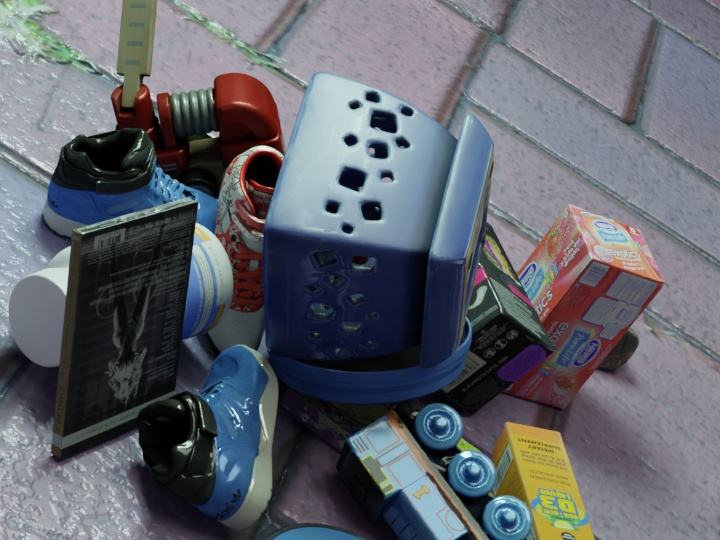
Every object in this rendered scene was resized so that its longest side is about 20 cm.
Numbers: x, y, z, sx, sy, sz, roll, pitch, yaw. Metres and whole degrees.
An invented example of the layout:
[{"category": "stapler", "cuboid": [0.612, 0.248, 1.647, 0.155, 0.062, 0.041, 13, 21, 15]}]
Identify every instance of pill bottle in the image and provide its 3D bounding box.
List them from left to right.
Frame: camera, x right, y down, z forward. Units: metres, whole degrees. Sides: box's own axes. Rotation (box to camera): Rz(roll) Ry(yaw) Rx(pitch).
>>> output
[{"category": "pill bottle", "cuboid": [-0.216, 0.024, 1.527, 0.112, 0.112, 0.200, 45, 32, 18]}]

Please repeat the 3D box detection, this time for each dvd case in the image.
[{"category": "dvd case", "cuboid": [-0.199, 0.046, 1.438, 0.016, 0.201, 0.149, 20, 22, 28]}]

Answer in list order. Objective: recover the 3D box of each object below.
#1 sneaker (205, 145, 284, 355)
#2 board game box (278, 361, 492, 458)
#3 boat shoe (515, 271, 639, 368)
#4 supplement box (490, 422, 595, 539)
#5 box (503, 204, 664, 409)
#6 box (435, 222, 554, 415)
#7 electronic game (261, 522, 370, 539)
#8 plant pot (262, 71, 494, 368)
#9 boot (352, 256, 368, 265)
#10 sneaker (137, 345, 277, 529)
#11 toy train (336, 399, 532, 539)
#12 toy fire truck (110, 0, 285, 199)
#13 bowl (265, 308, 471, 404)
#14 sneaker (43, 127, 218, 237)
[{"category": "sneaker", "cuboid": [-0.107, -0.018, 1.607, 0.067, 0.108, 0.202, 8, 79, -15]}, {"category": "board game box", "cuboid": [0.026, 0.156, 1.657, 0.200, 0.032, 0.120, 36, 26, 5]}, {"category": "boat shoe", "cuboid": [0.231, 0.051, 1.972, 0.200, 0.075, 0.073, 28, 20, -27]}, {"category": "supplement box", "cuboid": [0.175, 0.235, 1.630, 0.066, 0.069, 0.200, 13, 32, -16]}, {"category": "box", "cuboid": [0.223, 0.041, 1.836, 0.102, 0.200, 0.095, 17, 35, -25]}, {"category": "box", "cuboid": [0.099, 0.029, 1.787, 0.106, 0.122, 0.200, 36, 22, -43]}, {"category": "electronic game", "cuboid": [-0.009, 0.292, 1.419, 0.199, 0.042, 0.200, 25, 32, -17]}, {"category": "plant pot", "cuboid": [0.020, -0.036, 1.540, 0.179, 0.200, 0.201, 10, 54, 8]}, {"category": "boot", "cuboid": [0.000, 0.000, 1.681, 0.199, 0.075, 0.107, 7, 29, 18]}, {"category": "sneaker", "cuboid": [-0.136, 0.123, 1.477, 0.111, 0.077, 0.200, 33, 34, -29]}, {"category": "toy train", "cuboid": [0.069, 0.212, 1.547, 0.114, 0.087, 0.200, -29, 70, -21]}, {"category": "toy fire truck", "cuboid": [-0.174, -0.171, 1.714, 0.175, 0.201, 0.129, -10, 38, 1]}, {"category": "bowl", "cuboid": [0.007, 0.073, 1.644, 0.199, 0.040, 0.201, 0, 22, 0]}, {"category": "sneaker", "cuboid": [-0.200, -0.079, 1.647, 0.199, 0.112, 0.077, 10, 41, -13]}]
